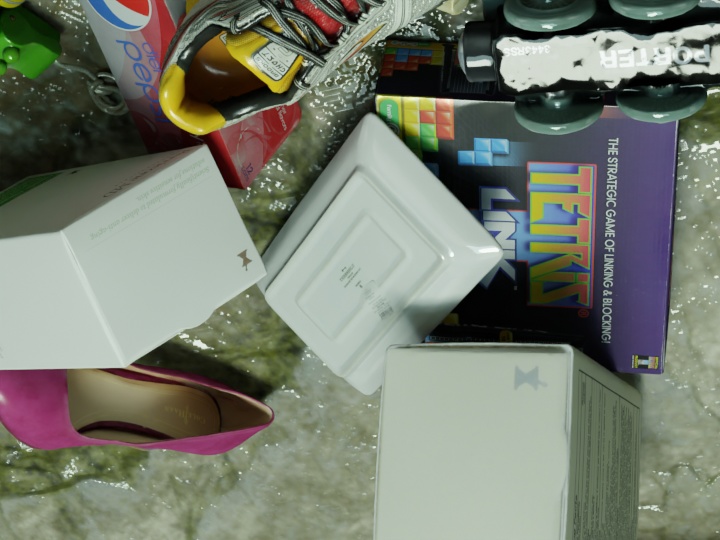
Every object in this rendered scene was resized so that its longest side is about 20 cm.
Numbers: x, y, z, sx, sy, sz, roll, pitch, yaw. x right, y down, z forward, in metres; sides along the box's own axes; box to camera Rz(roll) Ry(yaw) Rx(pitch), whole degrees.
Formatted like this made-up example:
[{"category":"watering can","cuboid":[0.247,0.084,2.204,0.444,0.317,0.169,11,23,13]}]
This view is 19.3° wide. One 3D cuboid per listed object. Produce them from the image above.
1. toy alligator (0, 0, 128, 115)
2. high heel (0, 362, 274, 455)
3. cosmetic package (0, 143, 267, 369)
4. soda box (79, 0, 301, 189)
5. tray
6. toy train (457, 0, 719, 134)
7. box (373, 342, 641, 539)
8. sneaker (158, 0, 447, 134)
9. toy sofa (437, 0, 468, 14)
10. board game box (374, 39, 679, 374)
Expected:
[{"category":"toy alligator","cuboid":[-0.206,-0.135,1.165,0.200,0.054,0.059,39,127,-23]},{"category":"high heel","cuboid":[-0.140,0.075,1.293,0.096,0.067,0.200,-11,167,27]},{"category":"cosmetic package","cuboid":[-0.158,-0.003,1.174,0.200,0.108,0.085,-7,112,52]},{"category":"soda box","cuboid":[-0.100,-0.141,1.121,0.063,0.070,0.200,8,136,34]},{"category":"tray","cuboid":[0.000,0.000,1.209,0.107,0.022,0.200,46,145,4]},{"category":"toy train","cuboid":[0.150,-0.129,1.070,0.200,0.114,0.085,-3,124,11]},{"category":"box","cuboid":[0.090,0.118,1.224,0.109,0.128,0.200,0,169,19]},{"category":"sneaker","cuboid":[-0.018,-0.121,1.007,0.200,0.082,0.078,-31,115,37]},{"category":"toy sofa","cuboid":[0.015,-0.221,1.006,0.083,0.098,0.200,24,139,32]},{"category":"board game box","cuboid":[0.095,-0.032,1.205,0.165,0.057,0.200,3,132,9]}]
